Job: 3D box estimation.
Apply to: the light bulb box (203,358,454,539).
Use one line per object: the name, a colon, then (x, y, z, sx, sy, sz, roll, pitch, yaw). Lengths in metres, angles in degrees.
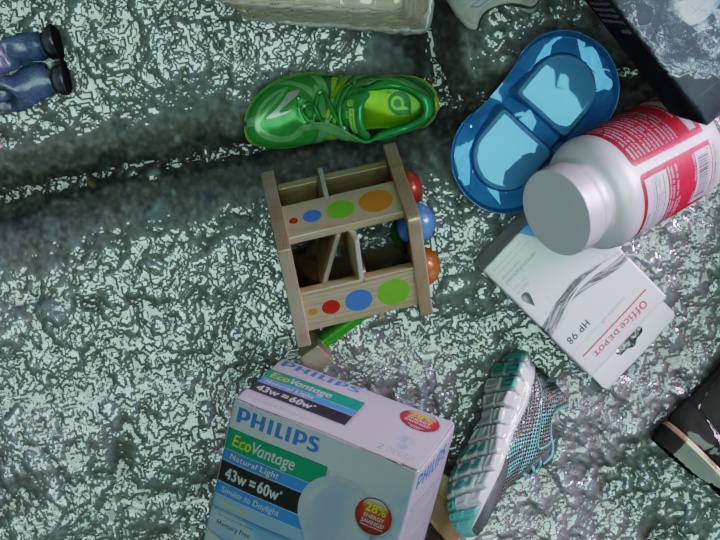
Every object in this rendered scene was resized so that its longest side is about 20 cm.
light bulb box: (-0.034, 0.224, 1.436, 0.196, 0.125, 0.203, 19, 111, 15)

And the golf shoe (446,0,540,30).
golf shoe: (0.173, -0.311, 1.463, 0.198, 0.079, 0.098, -22, 116, 5)

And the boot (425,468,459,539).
boot: (0.005, 0.244, 1.519, 0.199, 0.072, 0.167, 38, 96, -5)

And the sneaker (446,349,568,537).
sneaker: (0.157, 0.185, 1.496, 0.091, 0.077, 0.202, 32, 69, -19)

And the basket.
basket: (-0.028, -0.330, 1.372, 0.197, 0.161, 0.201, 6, 97, 8)

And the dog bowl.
dog bowl: (0.173, -0.150, 1.485, 0.111, 0.050, 0.201, 40, 93, -6)

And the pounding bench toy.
pounding bench toy: (0.000, 0.000, 1.456, 0.154, 0.125, 0.202, -12, 131, -3)

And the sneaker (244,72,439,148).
sneaker: (-0.019, -0.162, 1.454, 0.197, 0.084, 0.075, -8, 99, -2)

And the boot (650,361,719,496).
boot: (0.423, 0.186, 1.541, 0.199, 0.077, 0.139, 39, 89, -9)

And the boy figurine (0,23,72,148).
boy figurine: (-0.384, -0.177, 1.438, 0.197, 0.064, 0.126, -16, 99, -1)

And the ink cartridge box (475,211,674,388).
ink cartridge box: (0.228, 0.022, 1.504, 0.200, 0.067, 0.116, 43, 92, -8)

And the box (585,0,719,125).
box: (0.297, -0.266, 1.250, 0.196, 0.117, 0.201, -40, 100, 5)

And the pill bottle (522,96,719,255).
pill bottle: (0.253, -0.090, 1.425, 0.199, 0.112, 0.114, -26, 101, -36)
